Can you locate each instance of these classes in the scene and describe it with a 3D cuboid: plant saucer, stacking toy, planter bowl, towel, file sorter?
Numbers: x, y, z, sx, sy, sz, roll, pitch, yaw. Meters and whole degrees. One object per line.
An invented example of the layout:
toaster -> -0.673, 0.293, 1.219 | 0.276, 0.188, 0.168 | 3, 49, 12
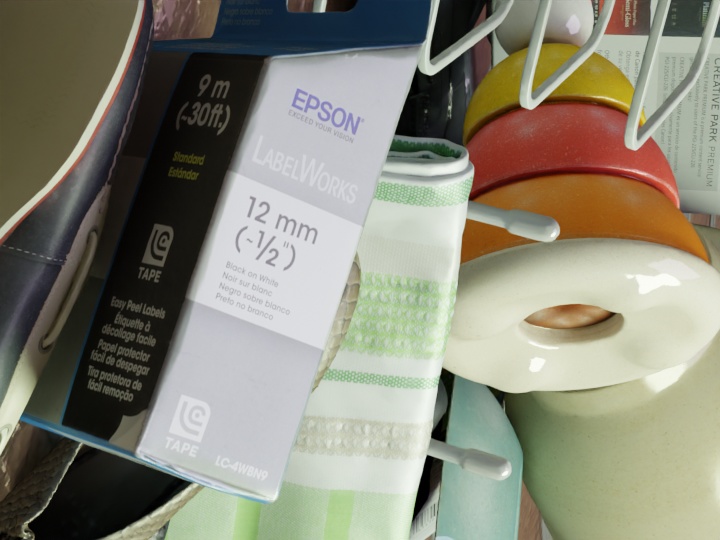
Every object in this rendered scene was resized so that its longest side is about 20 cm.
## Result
plant saucer -> 0.060, 0.146, 1.111 | 0.201, 0.038, 0.202 | 4, 90, -84
stacking toy -> 0.093, -0.054, 1.031 | 0.146, 0.145, 0.201 | 70, 16, -64
planter bowl -> 0.158, 0.052, 1.162 | 0.135, 0.199, 0.201 | 51, 54, -40
towel -> -0.038, 0.036, 0.895 | 0.031, 0.148, 0.201 | -94, -169, -62
file sorter -> 0.057, -0.152, 0.928 | 0.139, 0.199, 0.125 | -43, 150, -59

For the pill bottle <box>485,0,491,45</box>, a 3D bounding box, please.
pill bottle -> 0.115, -0.212, 1.198 | 0.113, 0.112, 0.201 | -56, 156, -45

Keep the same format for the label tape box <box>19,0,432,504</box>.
label tape box -> -0.058, -0.034, 0.758 | 0.066, 0.143, 0.201 | 20, 84, -35

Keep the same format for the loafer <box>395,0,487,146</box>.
loafer -> 0.020, -0.107, 1.097 | 0.070, 0.068, 0.201 | -17, 138, -28

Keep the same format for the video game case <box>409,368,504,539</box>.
video game case -> 0.002, 0.105, 1.168 | 0.200, 0.023, 0.183 | -34, 145, -26

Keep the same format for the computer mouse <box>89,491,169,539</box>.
computer mouse -> -0.131, 0.157, 0.873 | 0.034, 0.058, 0.201 | 33, 78, -62

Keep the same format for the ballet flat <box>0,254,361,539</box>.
ballet flat -> -0.074, 0.058, 0.835 | 0.200, 0.067, 0.046 | -44, -176, -3

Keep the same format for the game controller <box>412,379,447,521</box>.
game controller -> 0.002, 0.111, 1.075 | 0.105, 0.042, 0.200 | -56, 170, -18

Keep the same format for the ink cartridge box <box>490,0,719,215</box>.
ink cartridge box -> 0.157, -0.130, 1.129 | 0.084, 0.174, 0.201 | -76, 168, -48

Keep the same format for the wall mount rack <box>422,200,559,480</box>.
wall mount rack -> 0.000, 0.000, 0.949 | 0.074, 0.174, 0.201 | -9, 123, -29

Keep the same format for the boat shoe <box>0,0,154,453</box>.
boat shoe -> -0.117, -0.008, 0.710 | 0.063, 0.071, 0.201 | 33, 79, -55
